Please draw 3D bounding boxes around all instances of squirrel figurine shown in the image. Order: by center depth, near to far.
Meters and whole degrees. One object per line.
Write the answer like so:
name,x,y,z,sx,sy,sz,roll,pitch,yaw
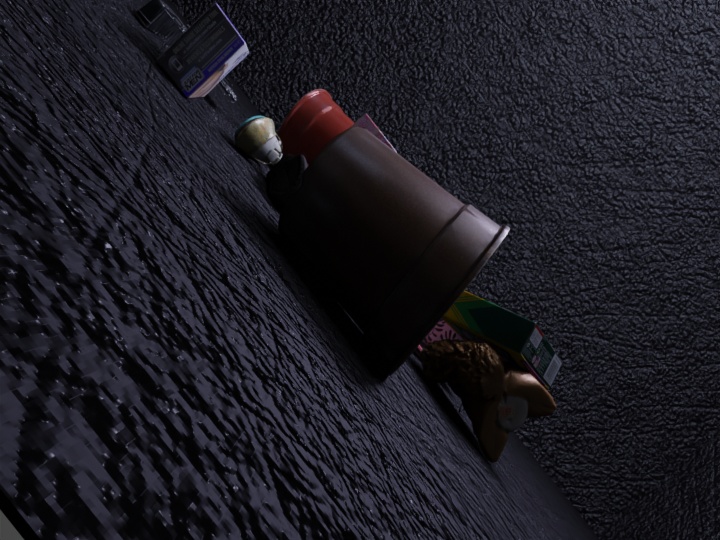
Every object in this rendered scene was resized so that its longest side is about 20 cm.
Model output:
squirrel figurine,0.188,0.174,0.879,0.202,0.141,0.187,51,-3,-23

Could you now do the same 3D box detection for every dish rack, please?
dish rack,-0.295,-0.374,0.932,0.202,0.054,0.154,52,5,-20

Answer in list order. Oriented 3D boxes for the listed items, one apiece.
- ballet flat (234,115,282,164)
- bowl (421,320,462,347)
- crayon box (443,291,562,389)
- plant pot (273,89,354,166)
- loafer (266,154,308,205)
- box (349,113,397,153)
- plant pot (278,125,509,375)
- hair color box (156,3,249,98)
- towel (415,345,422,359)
ballet flat,-0.156,-0.205,0.863,0.071,0.070,0.200,48,2,-10
bowl,0.162,0.144,1.129,0.202,0.094,0.201,50,3,-4
crayon box,0.235,0.112,0.901,0.170,0.059,0.199,28,-9,40
plant pot,-0.055,-0.243,1.140,0.193,0.204,0.201,37,1,15
loafer,-0.095,-0.129,0.806,0.071,0.073,0.201,46,5,-23
box,-0.029,-0.161,0.941,0.096,0.199,0.102,50,5,11
plant pot,0.027,-0.034,0.580,0.198,0.201,0.200,42,3,7
hair color box,-0.221,-0.312,0.774,0.065,0.109,0.201,48,5,-19
towel,0.066,0.089,1.059,0.145,0.022,0.202,51,5,-39
